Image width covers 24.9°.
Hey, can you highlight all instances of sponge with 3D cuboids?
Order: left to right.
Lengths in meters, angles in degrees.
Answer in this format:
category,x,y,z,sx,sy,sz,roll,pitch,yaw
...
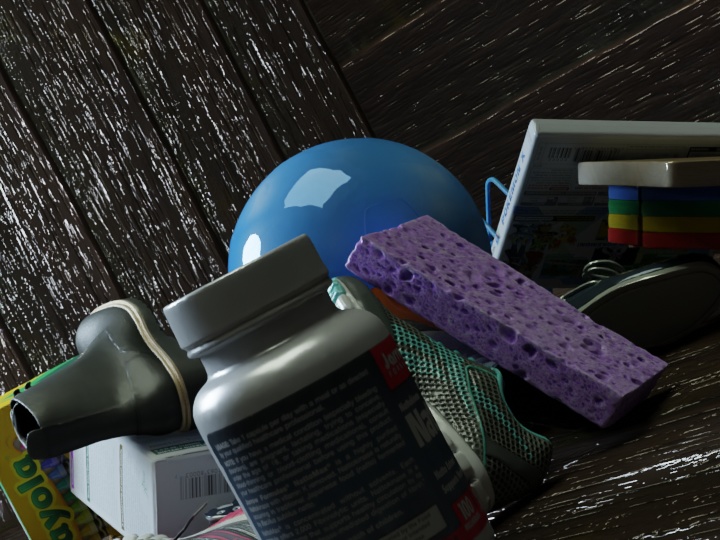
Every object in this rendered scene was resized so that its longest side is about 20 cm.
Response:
category,x,y,z,sx,sy,sz,roll,pitch,yaw
sponge,0.096,0.030,1.058,0.112,0.200,0.030,-17,-44,-63

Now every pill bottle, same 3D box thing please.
category,x,y,z,sx,sy,sz,roll,pitch,yaw
pill bottle,-0.022,0.088,0.891,0.120,0.200,0.120,-28,2,1

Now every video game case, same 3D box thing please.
category,x,y,z,sx,sy,sz,roll,pitch,yaw
video game case,0.218,-0.053,1.366,0.200,0.022,0.182,0,-43,-13

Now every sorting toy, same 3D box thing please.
category,x,y,z,sx,sy,sz,roll,pitch,yaw
sorting toy,0.289,-0.051,1.224,0.200,0.070,0.199,-3,4,-11

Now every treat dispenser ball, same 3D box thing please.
category,x,y,z,sx,sy,sz,roll,pitch,yaw
treat dispenser ball,0.000,0.000,1.233,0.201,0.201,0.201,-28,1,1

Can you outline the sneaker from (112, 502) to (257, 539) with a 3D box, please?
category,x,y,z,sx,sy,sz,roll,pitch,yaw
sneaker,-0.126,0.207,1.054,0.200,0.081,0.075,-27,4,22

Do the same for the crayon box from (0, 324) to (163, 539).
category,x,y,z,sx,sy,sz,roll,pitch,yaw
crayon box,-0.206,0.170,1.362,0.172,0.200,0.058,-29,13,-16

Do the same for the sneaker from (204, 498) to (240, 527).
category,x,y,z,sx,sy,sz,roll,pitch,yaw
sneaker,-0.031,0.160,1.086,0.108,0.070,0.200,-23,-8,-34

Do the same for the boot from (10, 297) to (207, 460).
category,x,y,z,sx,sy,sz,roll,pitch,yaw
boot,-0.212,0.079,1.212,0.138,0.078,0.200,-14,16,-26

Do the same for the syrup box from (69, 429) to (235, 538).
category,x,y,z,sx,sy,sz,roll,pitch,yaw
syrup box,-0.155,0.150,1.234,0.079,0.082,0.200,-6,12,-27

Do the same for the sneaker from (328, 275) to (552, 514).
category,x,y,z,sx,sy,sz,roll,pitch,yaw
sneaker,0.044,0.077,1.013,0.091,0.200,0.078,-14,-38,-29

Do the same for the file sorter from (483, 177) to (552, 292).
category,x,y,z,sx,sy,sz,roll,pitch,yaw
file sorter,0.086,0.007,1.708,0.200,0.123,0.139,-22,-45,-17

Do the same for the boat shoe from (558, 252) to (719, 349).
category,x,y,z,sx,sy,sz,roll,pitch,yaw
boat shoe,0.192,0.034,1.252,0.200,0.075,0.062,-35,26,32

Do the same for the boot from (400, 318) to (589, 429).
category,x,y,z,sx,sy,sz,roll,pitch,yaw
boot,0.118,0.082,1.137,0.200,0.070,0.132,3,8,-44

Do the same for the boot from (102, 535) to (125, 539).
category,x,y,z,sx,sy,sz,roll,pitch,yaw
boot,-0.147,0.223,1.224,0.075,0.074,0.200,-18,-1,-2
